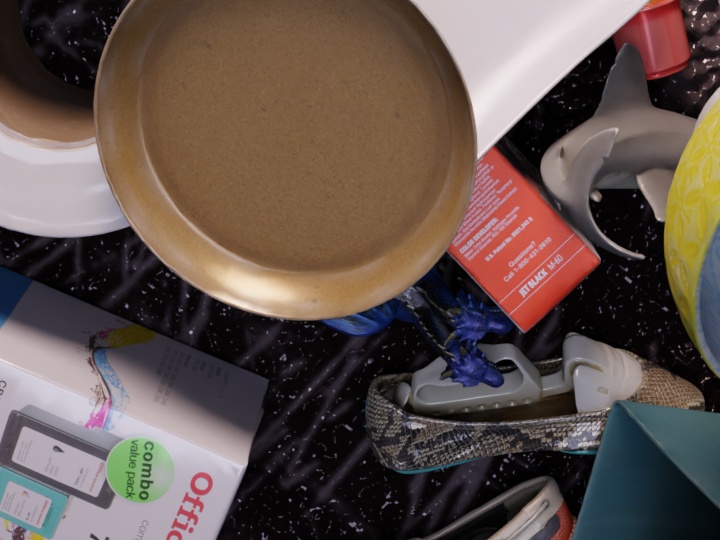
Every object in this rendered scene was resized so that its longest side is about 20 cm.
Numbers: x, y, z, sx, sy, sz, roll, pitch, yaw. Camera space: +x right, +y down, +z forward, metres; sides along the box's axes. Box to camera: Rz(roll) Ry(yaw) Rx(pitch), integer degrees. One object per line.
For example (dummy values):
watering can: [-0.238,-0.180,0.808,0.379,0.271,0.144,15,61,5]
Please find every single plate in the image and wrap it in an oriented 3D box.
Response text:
plate: [0.033,-0.167,1.150,0.199,0.032,0.200,-43,101,-16]

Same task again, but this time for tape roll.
tape roll: [-0.152,-0.132,1.203,0.201,0.139,0.204,1,106,3]

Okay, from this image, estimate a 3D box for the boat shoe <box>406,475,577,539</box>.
boat shoe: [0.036,0.184,1.311,0.199,0.071,0.063,-22,115,3]

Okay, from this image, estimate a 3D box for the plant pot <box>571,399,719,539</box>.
plant pot: [0.240,0.171,1.247,0.199,0.141,0.142,5,113,-25]

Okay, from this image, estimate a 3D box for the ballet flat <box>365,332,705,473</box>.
ballet flat: [0.099,0.072,1.279,0.198,0.068,0.076,-7,127,6]

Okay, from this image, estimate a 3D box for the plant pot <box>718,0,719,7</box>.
plant pot: [0.284,-0.172,1.160,0.182,0.200,0.202,-11,104,21]

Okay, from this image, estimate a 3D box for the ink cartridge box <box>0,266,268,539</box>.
ink cartridge box: [-0.172,0.109,1.264,0.199,0.146,0.148,23,105,-4]

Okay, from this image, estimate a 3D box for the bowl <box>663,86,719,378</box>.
bowl: [0.226,-0.046,1.105,0.199,0.108,0.201,-15,131,-18]

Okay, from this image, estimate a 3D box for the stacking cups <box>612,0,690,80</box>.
stacking cups: [0.138,-0.203,1.214,0.060,0.061,0.202,-13,104,6]

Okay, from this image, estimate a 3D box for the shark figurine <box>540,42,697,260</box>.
shark figurine: [0.137,-0.075,1.190,0.127,0.214,0.090,18,108,30]

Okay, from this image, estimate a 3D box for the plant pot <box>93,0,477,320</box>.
plant pot: [-0.036,-0.072,1.109,0.198,0.028,0.202,6,116,12]

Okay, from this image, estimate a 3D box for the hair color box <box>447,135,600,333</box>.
hair color box: [0.043,-0.068,1.227,0.064,0.111,0.200,-43,99,10]

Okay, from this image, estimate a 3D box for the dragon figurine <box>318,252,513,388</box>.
dragon figurine: [0.000,0.000,1.250,0.199,0.099,0.059,26,105,2]
